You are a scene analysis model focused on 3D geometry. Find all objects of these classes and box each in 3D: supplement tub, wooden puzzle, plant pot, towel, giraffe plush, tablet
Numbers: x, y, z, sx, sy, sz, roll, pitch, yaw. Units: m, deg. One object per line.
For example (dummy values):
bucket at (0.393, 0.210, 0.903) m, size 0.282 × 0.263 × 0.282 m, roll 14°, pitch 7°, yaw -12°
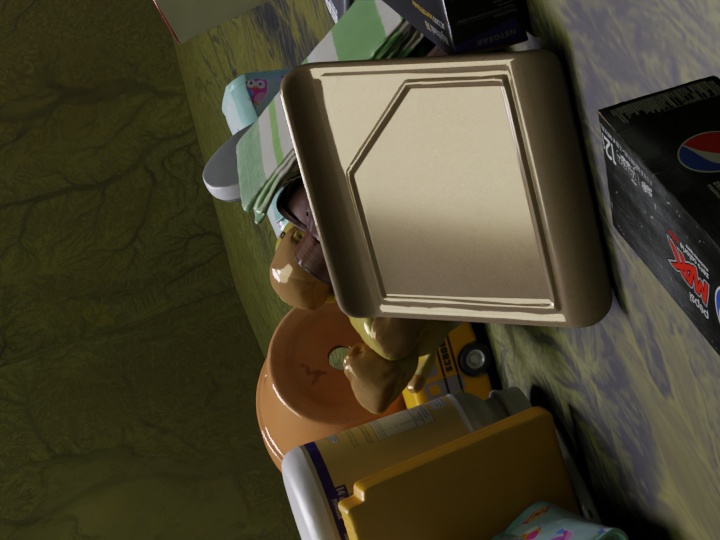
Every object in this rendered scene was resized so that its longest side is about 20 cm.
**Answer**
supplement tub at (0.050, 0.182, 1.445) m, size 0.145 × 0.199 × 0.146 m, roll 161°, pitch 90°, yaw -83°
wooden puzzle at (0.056, -0.053, 1.170) m, size 0.037 × 0.200 × 0.185 m, roll -43°, pitch -56°, yaw -49°
plant pot at (-0.008, 0.106, 1.711) m, size 0.140 × 0.200 × 0.200 m, roll 74°, pitch 174°, yaw -65°
towel at (-0.024, -0.138, 1.371) m, size 0.023 × 0.200 × 0.153 m, roll 35°, pitch -163°, yaw -20°
giraffe plush at (0.000, 0.000, 1.447) m, size 0.162 × 0.173 × 0.200 m, roll 30°, pitch -175°, yaw 13°
tablet at (0.171, 0.213, 1.466) m, size 0.200 × 0.014 × 0.130 m, roll 86°, pitch 163°, yaw -63°

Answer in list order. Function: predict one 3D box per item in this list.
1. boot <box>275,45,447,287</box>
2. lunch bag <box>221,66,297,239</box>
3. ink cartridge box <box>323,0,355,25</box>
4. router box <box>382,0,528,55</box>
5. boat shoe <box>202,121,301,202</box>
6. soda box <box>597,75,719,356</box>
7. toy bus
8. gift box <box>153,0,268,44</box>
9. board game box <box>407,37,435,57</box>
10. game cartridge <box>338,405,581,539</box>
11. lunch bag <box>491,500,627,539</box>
boot at (0.023, -0.098, 1.303) m, size 0.064 × 0.200 × 0.186 m, roll 30°, pitch -167°, yaw -18°
lunch bag at (-0.036, -0.086, 1.622) m, size 0.200 × 0.122 × 0.171 m, roll 18°, pitch -132°, yaw -64°
ink cartridge box at (-0.033, -0.302, 1.575) m, size 0.200 × 0.043 × 0.199 m, roll 86°, pitch 163°, yaw -64°
router box at (0.040, -0.239, 1.189) m, size 0.200 × 0.052 × 0.158 m, roll -126°, pitch 19°, yaw -65°
boat shoe at (-0.034, -0.106, 1.491) m, size 0.069 × 0.200 × 0.057 m, roll 48°, pitch 166°, yaw 47°
soda box at (0.173, -0.006, 0.788) m, size 0.200 × 0.063 × 0.071 m, roll -119°, pitch 12°, yaw -53°
toy bus at (0.082, 0.116, 1.609) m, size 0.065 × 0.078 × 0.201 m, roll -141°, pitch 34°, yaw -75°
gift box at (-0.093, -0.307, 1.339) m, size 0.185 × 0.186 × 0.200 m, roll -93°, pitch -23°, yaw -57°
board game box at (0.023, -0.137, 1.404) m, size 0.023 × 0.105 × 0.200 m, roll 26°, pitch -154°, yaw -38°
game cartridge at (0.089, 0.224, 1.369) m, size 0.032 × 0.176 × 0.201 m, roll -157°, pitch 48°, yaw -70°
lunch bag at (0.160, 0.279, 1.278) m, size 0.200 × 0.122 × 0.170 m, roll 62°, pitch 170°, yaw -7°
